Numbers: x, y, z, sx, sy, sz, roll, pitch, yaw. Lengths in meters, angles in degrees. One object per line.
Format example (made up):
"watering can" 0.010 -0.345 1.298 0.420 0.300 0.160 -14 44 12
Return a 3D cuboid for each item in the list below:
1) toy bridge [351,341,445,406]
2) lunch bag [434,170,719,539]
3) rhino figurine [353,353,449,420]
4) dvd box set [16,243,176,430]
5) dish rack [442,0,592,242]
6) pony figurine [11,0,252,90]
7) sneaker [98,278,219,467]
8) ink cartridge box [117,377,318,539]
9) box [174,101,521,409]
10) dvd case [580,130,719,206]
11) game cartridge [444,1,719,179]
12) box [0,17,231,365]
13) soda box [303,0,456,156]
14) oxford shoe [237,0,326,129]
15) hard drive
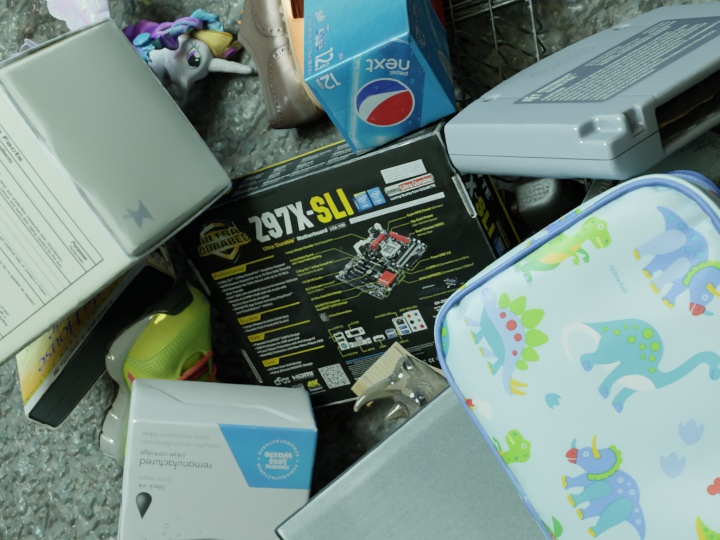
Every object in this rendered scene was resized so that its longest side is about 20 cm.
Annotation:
"toy bridge" 0.089 0.116 0.746 0.200 0.027 0.067 43 64 8
"lunch bag" 0.145 0.063 0.586 0.160 0.082 0.201 -35 84 20
"rhino figurine" 0.094 0.089 0.708 0.198 0.060 0.088 7 83 -9
"dvd box set" -0.205 0.000 0.904 0.146 0.029 0.200 -49 36 16
"dish rack" 0.062 -0.111 0.806 0.152 0.054 0.202 -13 75 26
"pony figurine" -0.202 -0.141 0.891 0.192 0.167 0.200 30 58 14
"sneaker" -0.120 0.086 0.839 0.090 0.078 0.201 39 144 17
"ink cartridge box" -0.097 0.176 0.787 0.115 0.067 0.201 4 107 -12
"box" 0.000 0.000 0.775 0.199 0.049 0.160 -16 113 28
"dvd case" 0.210 0.002 0.656 0.199 0.022 0.146 25 64 16
"game cartridge" 0.148 -0.101 0.675 0.133 0.199 0.042 3 119 53
"box" -0.198 -0.037 0.745 0.200 0.109 0.128 -31 98 38
"soda box" 0.009 -0.165 0.747 0.067 0.064 0.201 -22 42 19
"oxford shoe" -0.064 -0.198 0.879 0.073 0.071 0.201 -23 73 30
"hard drive" 0.075 0.129 0.651 0.200 0.033 0.140 -38 87 -14
